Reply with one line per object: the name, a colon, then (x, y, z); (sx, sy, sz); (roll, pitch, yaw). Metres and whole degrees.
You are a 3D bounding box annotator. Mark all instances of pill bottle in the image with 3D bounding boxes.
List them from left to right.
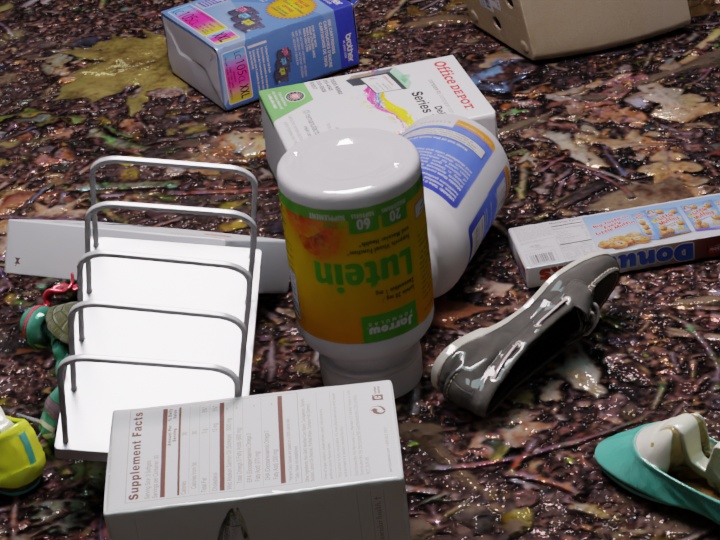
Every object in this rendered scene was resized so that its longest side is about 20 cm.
pill bottle: (0.000, 0.000, 1.512); (0.111, 0.200, 0.111); (-5, 31, 3)
pill bottle: (0.050, -0.043, 1.661); (0.112, 0.112, 0.200); (6, 33, 21)

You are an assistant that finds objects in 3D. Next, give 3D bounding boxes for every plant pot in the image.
plant pot: (0.207, -0.335, 2.057); (0.177, 0.200, 0.200); (-30, 36, -15)

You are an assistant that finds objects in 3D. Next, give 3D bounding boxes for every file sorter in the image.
file sorter: (-0.146, 0.027, 1.435); (0.138, 0.125, 0.200); (5, 51, -2)

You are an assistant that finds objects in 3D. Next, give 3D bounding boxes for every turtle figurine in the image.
turtle figurine: (-0.205, 0.073, 1.536); (0.200, 0.101, 0.150); (17, 43, 21)

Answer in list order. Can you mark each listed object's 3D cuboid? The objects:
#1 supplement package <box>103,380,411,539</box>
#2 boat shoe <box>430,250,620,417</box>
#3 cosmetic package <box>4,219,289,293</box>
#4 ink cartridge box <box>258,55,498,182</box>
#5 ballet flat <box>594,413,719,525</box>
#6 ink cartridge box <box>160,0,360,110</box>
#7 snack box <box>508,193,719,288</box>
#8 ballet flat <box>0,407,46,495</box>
supplement package: (-0.068, 0.163, 1.335); (0.199, 0.117, 0.117); (-7, 33, 0)
boat shoe: (0.144, 0.054, 1.536); (0.200, 0.067, 0.057); (-31, 55, -28)
cosmetic package: (-0.178, -0.012, 1.648); (0.199, 0.052, 0.151); (5, 4, 19)
ink cartridge box: (0.018, -0.124, 1.828); (0.199, 0.084, 0.145); (-12, 31, -10)
ballet flat: (0.247, 0.138, 1.362); (0.067, 0.071, 0.200); (-29, 37, -32)
ink cartridge box: (-0.093, -0.254, 2.077); (0.200, 0.077, 0.136); (-20, 34, -25)
snack box: (0.233, -0.027, 1.684); (0.199, 0.024, 0.072); (-9, 30, -5)
ballet flat: (-0.324, 0.115, 1.513); (0.200, 0.067, 0.067); (17, 38, 34)
